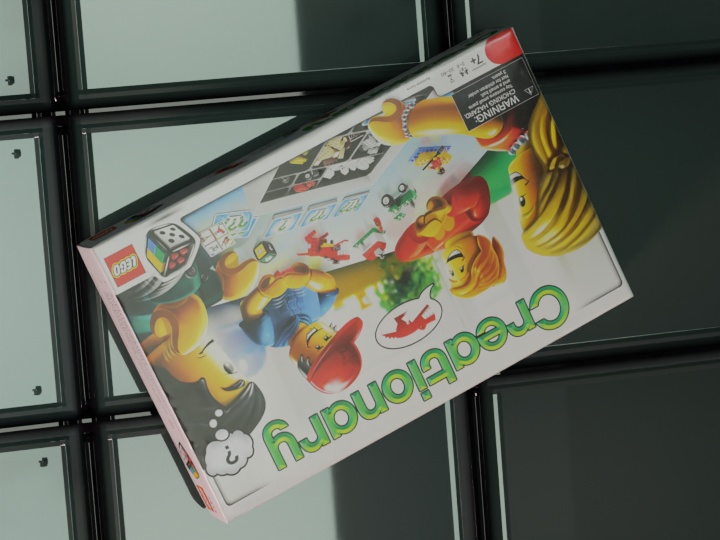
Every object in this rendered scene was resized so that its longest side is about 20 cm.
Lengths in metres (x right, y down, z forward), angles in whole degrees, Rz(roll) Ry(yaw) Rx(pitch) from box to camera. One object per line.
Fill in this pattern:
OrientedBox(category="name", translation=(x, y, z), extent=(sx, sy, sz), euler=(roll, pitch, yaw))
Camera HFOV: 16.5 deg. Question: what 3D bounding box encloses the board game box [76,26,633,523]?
OrientedBox(category="board game box", translation=(0.000, 0.000, 1.021), extent=(0.199, 0.035, 0.127), euler=(-29, 101, -12))
